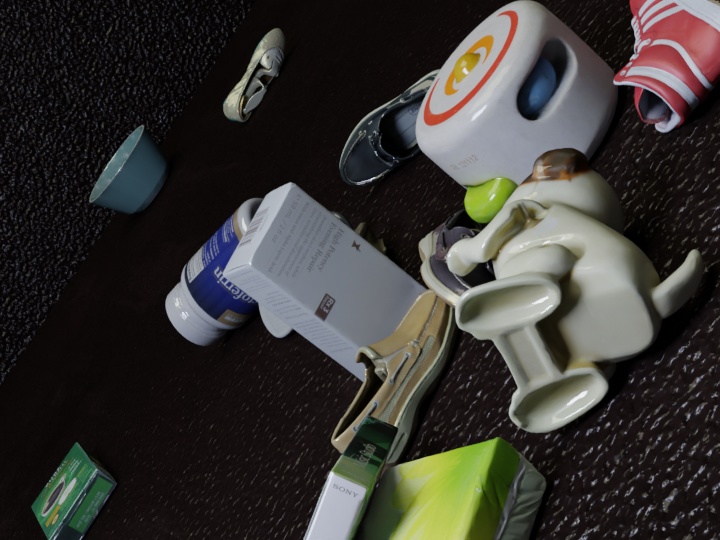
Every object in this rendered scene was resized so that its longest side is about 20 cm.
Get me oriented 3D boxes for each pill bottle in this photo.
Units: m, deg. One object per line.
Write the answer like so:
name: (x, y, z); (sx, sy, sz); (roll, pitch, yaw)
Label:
pill bottle: (-0.170, 0.006, 1.854); (0.200, 0.115, 0.116); (-44, 21, 30)

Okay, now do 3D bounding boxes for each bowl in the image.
bowl: (-0.489, -0.202, 2.981); (0.201, 0.105, 0.202); (-45, 21, 23)

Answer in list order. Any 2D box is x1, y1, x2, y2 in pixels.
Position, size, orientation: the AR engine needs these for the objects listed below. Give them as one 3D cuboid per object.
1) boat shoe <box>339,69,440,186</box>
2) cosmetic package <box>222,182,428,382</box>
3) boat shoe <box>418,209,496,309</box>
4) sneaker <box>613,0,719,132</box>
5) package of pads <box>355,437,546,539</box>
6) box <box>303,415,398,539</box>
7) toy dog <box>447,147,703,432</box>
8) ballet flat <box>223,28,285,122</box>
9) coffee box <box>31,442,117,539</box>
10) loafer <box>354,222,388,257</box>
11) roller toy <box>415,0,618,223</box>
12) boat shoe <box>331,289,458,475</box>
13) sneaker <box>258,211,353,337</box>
boat shoe: (0.043, -0.166, 1.699); (0.198, 0.075, 0.066); (-34, 14, 24)
cosmetic package: (-0.028, 0.016, 1.365); (0.074, 0.199, 0.103); (-17, 41, 60)
boat shoe: (0.100, -0.010, 1.306); (0.065, 0.071, 0.200); (-56, 12, 13)
sneaker: (0.263, -0.193, 1.223); (0.113, 0.071, 0.200); (-48, 22, 7)
package of pads: (0.046, 0.233, 1.028); (0.154, 0.068, 0.202); (-25, 34, 53)
box: (-0.019, 0.208, 1.112); (0.200, 0.036, 0.146); (-43, -26, -81)
toy dog: (0.159, -0.012, 1.073); (0.193, 0.140, 0.201); (-31, 26, 21)
ballet flat: (-0.189, -0.369, 2.645); (0.062, 0.067, 0.202); (28, 86, 43)
coffee box: (-0.419, 0.329, 2.011); (0.124, 0.044, 0.200); (-57, 19, -9)
loafer: (0.000, 0.000, 1.541); (0.076, 0.067, 0.200); (-46, 5, 11)
roller toy: (0.146, -0.163, 1.345); (0.182, 0.139, 0.201); (-44, 21, 25)
boat shoe: (0.031, 0.091, 1.289); (0.071, 0.076, 0.202); (-28, 32, 52)
sneaker: (-0.060, 0.006, 1.685); (0.098, 0.071, 0.201); (-27, -24, -35)
